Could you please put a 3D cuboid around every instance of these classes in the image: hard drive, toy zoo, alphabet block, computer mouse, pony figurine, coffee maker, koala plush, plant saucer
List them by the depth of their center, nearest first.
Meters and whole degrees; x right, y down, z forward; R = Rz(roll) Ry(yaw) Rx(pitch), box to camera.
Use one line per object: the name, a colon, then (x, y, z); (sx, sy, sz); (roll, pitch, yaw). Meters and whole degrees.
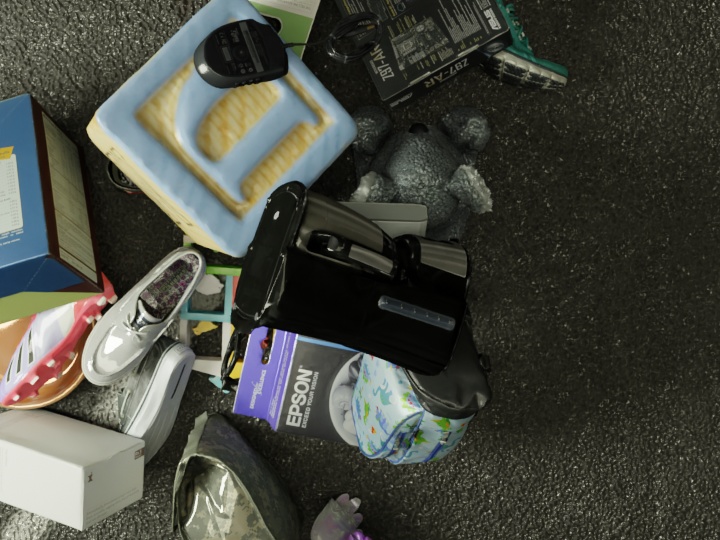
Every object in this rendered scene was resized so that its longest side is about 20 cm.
computer mouse: (-0.066, -0.212, 0.789); (0.199, 0.034, 0.059); (-16, 84, -24)
coffee maker: (-0.013, 0.033, 0.796); (0.199, 0.135, 0.193); (20, 110, -23)
alphabet block: (-0.154, -0.149, 0.880); (0.195, 0.200, 0.197); (-46, 109, -12)
hard drive: (0.000, 0.000, 0.917); (0.131, 0.026, 0.201); (2, 143, -1)
koala plush: (0.069, -0.097, 0.938); (0.176, 0.200, 0.186); (0, 99, -1)
pony figurine: (-0.010, 0.382, 1.008); (0.199, 0.193, 0.168); (-23, 93, 42)
plant saucer: (-0.429, 0.075, 1.047); (0.198, 0.037, 0.202); (0, 100, 0)
toy zoo: (-0.164, 0.057, 1.053); (0.130, 0.020, 0.202); (3, 99, -1)

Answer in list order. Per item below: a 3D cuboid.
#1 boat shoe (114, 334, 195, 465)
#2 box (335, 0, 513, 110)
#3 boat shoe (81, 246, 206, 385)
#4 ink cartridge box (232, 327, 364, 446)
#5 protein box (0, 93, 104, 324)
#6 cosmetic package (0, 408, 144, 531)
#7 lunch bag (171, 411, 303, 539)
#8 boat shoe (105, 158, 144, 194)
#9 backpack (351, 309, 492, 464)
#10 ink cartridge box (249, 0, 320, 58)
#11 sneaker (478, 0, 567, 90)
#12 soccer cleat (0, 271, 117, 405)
boat shoe: (-0.275, 0.169, 1.053); (0.071, 0.072, 0.201); (31, 103, 20)
box: (0.059, -0.308, 0.938); (0.159, 0.044, 0.201); (-28, 76, 12)
boat shoe: (-0.255, 0.054, 0.981); (0.200, 0.068, 0.072); (-45, 98, -12)
ink cartridge box: (-0.045, 0.112, 1.039); (0.198, 0.043, 0.200); (12, 99, -9)
protein box: (-0.423, -0.058, 0.937); (0.197, 0.135, 0.201); (-16, 69, 3)
cosmetic package: (-0.374, 0.234, 1.001); (0.199, 0.113, 0.082); (12, 101, 25)
lunch bag: (-0.162, 0.283, 1.016); (0.117, 0.164, 0.201); (-29, 97, 1)
boat shoe: (-0.208, -0.138, 0.999); (0.200, 0.063, 0.074); (-16, 96, -4)
backpack: (0.063, 0.140, 0.953); (0.152, 0.201, 0.164); (-15, 58, -7)
ink cartridge box: (-0.084, -0.350, 0.946); (0.145, 0.048, 0.202); (23, 101, 25)
sneaker: (0.164, -0.279, 0.976); (0.199, 0.078, 0.080); (30, 89, -5)
soccer cleat: (-0.379, 0.075, 1.002); (0.076, 0.067, 0.200); (42, 96, 9)
